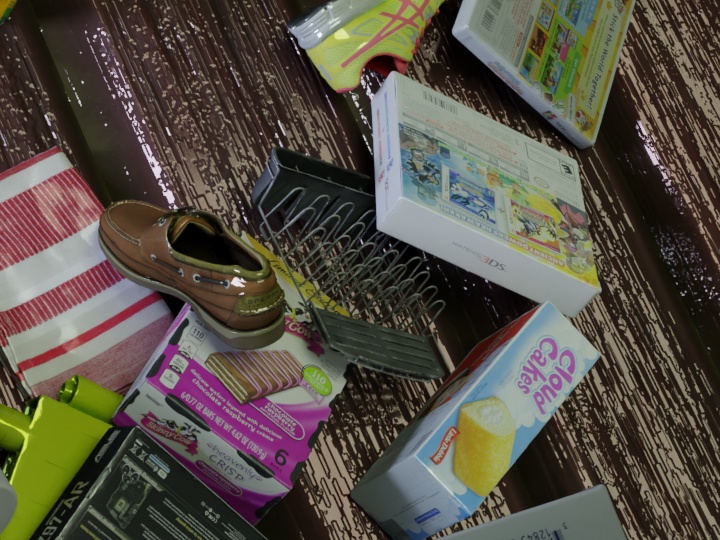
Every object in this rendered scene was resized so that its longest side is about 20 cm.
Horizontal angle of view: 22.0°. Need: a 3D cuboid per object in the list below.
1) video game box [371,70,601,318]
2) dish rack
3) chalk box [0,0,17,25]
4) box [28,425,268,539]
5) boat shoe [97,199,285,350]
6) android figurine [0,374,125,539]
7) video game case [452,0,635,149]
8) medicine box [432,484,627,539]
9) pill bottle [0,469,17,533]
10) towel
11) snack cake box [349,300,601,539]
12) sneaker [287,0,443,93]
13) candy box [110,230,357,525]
[{"bbox_3d":[0.105,-0.066,1.580,0.200,0.047,0.182,24,33,-20],"label":"video game box"},{"bbox_3d":[0.000,0.000,1.481,0.153,0.055,0.200,15,37,-41],"label":"dish rack"},{"bbox_3d":[-0.302,-0.325,1.481,0.124,0.124,0.200,20,60,-19],"label":"chalk box"},{"bbox_3d":[-0.142,0.233,1.315,0.200,0.044,0.160,44,63,-22],"label":"box"},{"bbox_3d":[-0.126,-0.017,1.386,0.200,0.068,0.072,29,46,36],"label":"boat shoe"},{"bbox_3d":[-0.203,0.171,1.344,0.200,0.041,0.182,26,65,-25],"label":"android figurine"},{"bbox_3d":[0.176,-0.242,1.728,0.182,0.023,0.200,38,54,-28],"label":"video game case"},{"bbox_3d":[0.080,0.252,1.370,0.182,0.200,0.103,-13,74,-31],"label":"medicine box"},{"bbox_3d":[-0.324,0.105,1.246,0.113,0.113,0.200,-24,62,-34],"label":"pill bottle"},{"bbox_3d":[-0.233,0.011,1.425,0.144,0.023,0.200,-30,84,-35],"label":"towel"},{"bbox_3d":[0.092,0.123,1.488,0.067,0.115,0.200,46,56,-3],"label":"snack cake box"},{"bbox_3d":[0.026,-0.216,1.642,0.200,0.078,0.090,-30,98,-33],"label":"sneaker"},{"bbox_3d":[-0.086,0.078,1.416,0.136,0.061,0.200,37,38,-8],"label":"candy box"}]
